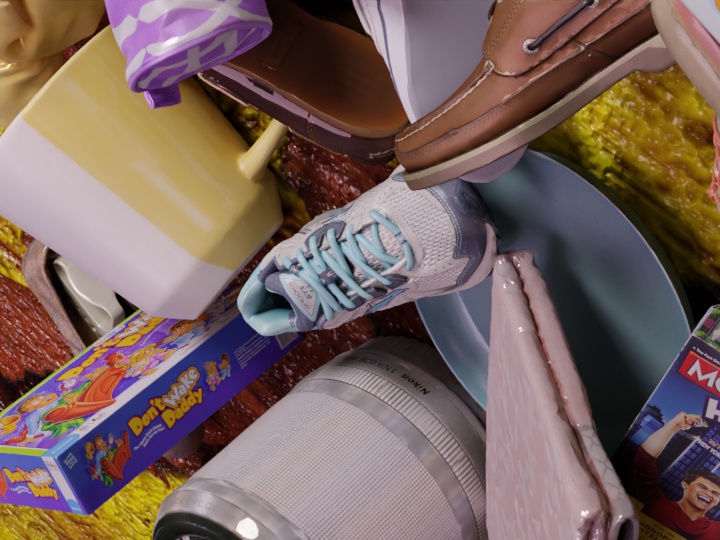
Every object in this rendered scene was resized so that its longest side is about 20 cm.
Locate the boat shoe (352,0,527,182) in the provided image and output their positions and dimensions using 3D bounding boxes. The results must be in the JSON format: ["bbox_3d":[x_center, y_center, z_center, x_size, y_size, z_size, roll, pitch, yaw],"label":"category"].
[{"bbox_3d":[0.031,-0.141,0.778,0.065,0.073,0.201,-146,36,-69],"label":"boat shoe"}]

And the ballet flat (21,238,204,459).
[{"bbox_3d":[-0.180,0.054,1.176,0.200,0.068,0.067,50,149,-1],"label":"ballet flat"}]

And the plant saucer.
[{"bbox_3d":[0.104,0.017,0.854,0.200,0.027,0.201,33,140,32],"label":"plant saucer"}]

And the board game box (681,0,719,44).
[{"bbox_3d":[0.159,-0.154,0.574,0.200,0.105,0.103,49,138,3],"label":"board game box"}]

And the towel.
[{"bbox_3d":[0.096,0.122,0.814,0.191,0.032,0.200,-104,10,-50],"label":"towel"}]

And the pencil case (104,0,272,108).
[{"bbox_3d":[-0.115,-0.189,0.795,0.085,0.084,0.201,-26,83,40],"label":"pencil case"}]

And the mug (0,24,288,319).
[{"bbox_3d":[-0.124,-0.057,0.957,0.153,0.149,0.187,42,152,-2],"label":"mug"}]

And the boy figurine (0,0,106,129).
[{"bbox_3d":[-0.183,-0.169,0.925,0.064,0.124,0.200,39,133,10],"label":"boy figurine"}]

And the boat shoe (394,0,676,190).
[{"bbox_3d":[0.089,-0.106,0.705,0.200,0.072,0.068,-30,101,27],"label":"boat shoe"}]

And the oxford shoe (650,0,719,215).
[{"bbox_3d":[0.167,-0.044,0.653,0.075,0.071,0.200,-19,125,40],"label":"oxford shoe"}]

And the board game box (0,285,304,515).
[{"bbox_3d":[-0.152,0.081,1.056,0.134,0.200,0.045,-4,118,49],"label":"board game box"}]

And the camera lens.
[{"bbox_3d":[-0.014,0.153,0.968,0.160,0.200,0.160,29,139,28],"label":"camera lens"}]

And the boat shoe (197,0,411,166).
[{"bbox_3d":[-0.059,-0.123,0.866,0.200,0.070,0.070,38,164,5],"label":"boat shoe"}]

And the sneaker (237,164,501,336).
[{"bbox_3d":[0.000,0.000,0.868,0.078,0.086,0.200,59,148,-2],"label":"sneaker"}]

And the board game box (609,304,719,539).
[{"bbox_3d":[0.232,0.091,0.739,0.200,0.062,0.200,31,138,8],"label":"board game box"}]
